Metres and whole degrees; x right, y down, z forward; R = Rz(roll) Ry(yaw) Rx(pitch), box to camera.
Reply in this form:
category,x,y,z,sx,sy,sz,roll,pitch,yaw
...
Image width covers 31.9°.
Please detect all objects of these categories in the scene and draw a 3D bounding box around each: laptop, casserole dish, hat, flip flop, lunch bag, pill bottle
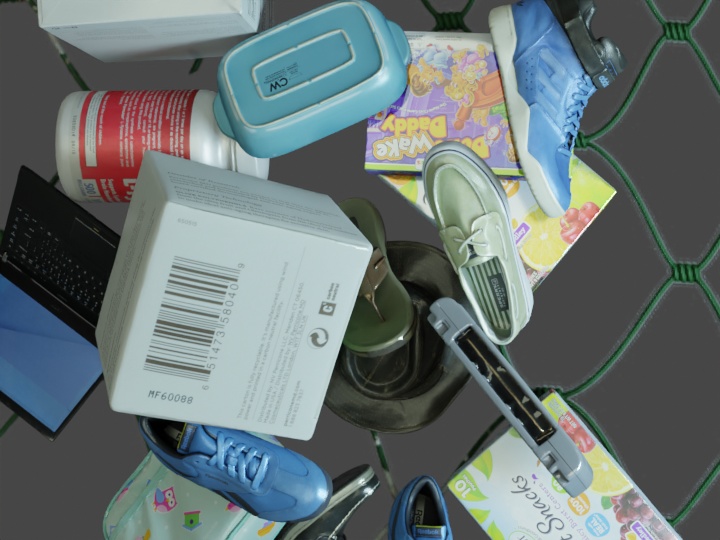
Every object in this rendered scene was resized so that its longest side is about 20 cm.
category,x,y,z,sx,sy,sz,roll,pitch,yaw
laptop,-0.324,0.033,1.273,0.177,0.103,0.201,35,129,9
casserole dish,-0.050,-0.187,1.187,0.198,0.039,0.122,-23,71,5
hat,0.030,0.067,1.259,0.198,0.081,0.203,0,90,7
flip flop,0.000,0.000,1.222,0.080,0.058,0.201,-21,50,12
lunch bag,-0.163,0.234,1.262,0.160,0.077,0.201,40,93,33
pill bottle,-0.194,-0.124,1.263,0.198,0.112,0.114,0,91,6

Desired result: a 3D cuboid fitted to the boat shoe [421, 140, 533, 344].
category,x,y,z,sx,sy,sz,roll,pitch,yaw
boat shoe,0.114,-0.025,1.184,0.071,0.062,0.201,-20,108,20

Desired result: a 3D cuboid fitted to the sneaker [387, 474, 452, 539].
category,x,y,z,sx,sy,sz,roll,pitch,yaw
sneaker,0.057,0.295,1.214,0.065,0.079,0.202,5,56,-7

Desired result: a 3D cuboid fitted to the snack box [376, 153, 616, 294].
category,x,y,z,sx,sy,sz,roll,pitch,yaw
snack box,0.133,-0.087,1.259,0.200,0.053,0.142,41,92,5

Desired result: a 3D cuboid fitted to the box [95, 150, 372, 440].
category,x,y,z,sx,sy,sz,roll,pitch,yaw
box,-0.124,0.022,1.168,0.198,0.171,0.201,12,106,-21

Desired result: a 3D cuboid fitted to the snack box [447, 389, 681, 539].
category,x,y,z,sx,sy,sz,roll,pitch,yaw
snack box,0.202,0.240,1.250,0.142,0.053,0.200,-42,85,6

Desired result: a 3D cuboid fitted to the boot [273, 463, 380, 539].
category,x,y,z,sx,sy,sz,roll,pitch,yaw
boot,-0.019,0.309,1.274,0.204,0.073,0.154,-44,89,11

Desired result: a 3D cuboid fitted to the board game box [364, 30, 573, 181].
category,x,y,z,sx,sy,sz,roll,pitch,yaw
board game box,0.107,-0.157,1.214,0.198,0.045,0.136,3,88,8

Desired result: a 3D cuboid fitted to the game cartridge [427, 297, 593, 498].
category,x,y,z,sx,sy,sz,roll,pitch,yaw
game cartridge,0.141,0.118,1.164,0.041,0.133,0.200,-41,68,5

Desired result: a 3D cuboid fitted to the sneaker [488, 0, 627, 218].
category,x,y,z,sx,sy,sz,roll,pitch,yaw
sneaker,0.191,-0.155,1.141,0.110,0.077,0.202,-14,80,16

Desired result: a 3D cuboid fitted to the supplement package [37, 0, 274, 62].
category,x,y,z,sx,sy,sz,roll,pitch,yaw
supplement package,-0.191,-0.293,1.217,0.189,0.200,0.149,-2,90,5

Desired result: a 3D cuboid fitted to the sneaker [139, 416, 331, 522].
category,x,y,z,sx,sy,sz,roll,pitch,yaw
sneaker,-0.121,0.177,1.162,0.199,0.078,0.066,18,76,29
